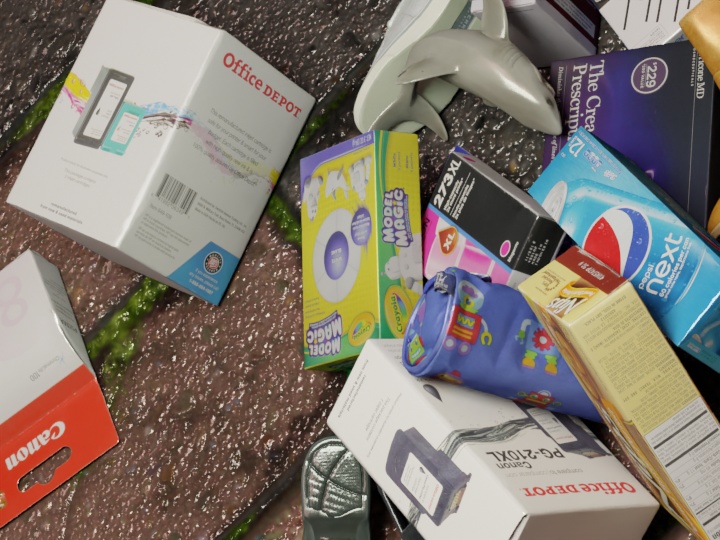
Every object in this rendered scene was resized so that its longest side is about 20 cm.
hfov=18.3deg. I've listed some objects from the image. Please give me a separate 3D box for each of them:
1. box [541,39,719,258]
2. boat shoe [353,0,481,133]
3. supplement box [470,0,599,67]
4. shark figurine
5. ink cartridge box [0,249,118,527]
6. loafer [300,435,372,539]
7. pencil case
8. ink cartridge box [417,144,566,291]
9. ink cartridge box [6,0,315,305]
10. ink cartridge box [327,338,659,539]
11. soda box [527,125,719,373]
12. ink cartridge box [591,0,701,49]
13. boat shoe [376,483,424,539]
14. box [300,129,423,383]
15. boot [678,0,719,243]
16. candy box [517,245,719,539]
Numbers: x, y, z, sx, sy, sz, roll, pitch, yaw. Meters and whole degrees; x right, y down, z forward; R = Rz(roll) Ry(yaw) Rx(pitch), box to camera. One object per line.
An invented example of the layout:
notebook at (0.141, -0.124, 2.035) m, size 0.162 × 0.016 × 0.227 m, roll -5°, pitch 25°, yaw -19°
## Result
box at (0.211, -0.061, 1.664) m, size 0.141 × 0.079 × 0.201 m, roll -6°, pitch 67°, yaw 29°
boat shoe at (0.059, -0.197, 1.837) m, size 0.201 × 0.070 × 0.072 m, roll -54°, pitch 30°, yaw 6°
supplement box at (0.148, -0.275, 1.775) m, size 0.061 × 0.109 × 0.201 m, roll -4°, pitch 68°, yaw 33°
shark figurine at (0.055, -0.149, 1.724) m, size 0.214 × 0.089 × 0.128 m, roll -2°, pitch 112°, yaw 58°
ink cartridge box at (-0.310, 0.105, 1.959) m, size 0.162 × 0.057 × 0.200 m, roll -36°, pitch 50°, yaw 16°
loafer at (-0.017, 0.227, 1.709) m, size 0.072 × 0.063 × 0.201 m, roll 6°, pitch 88°, yaw 11°
pencil case at (0.127, 0.055, 1.593) m, size 0.078 × 0.200 × 0.087 m, roll 145°, pitch 137°, yaw -61°
ink cartridge box at (0.086, -0.028, 1.704) m, size 0.095 × 0.037 × 0.200 m, roll -67°, pitch 27°, yaw 11°
ink cartridge box at (-0.166, -0.102, 1.887) m, size 0.146 × 0.147 × 0.200 m, roll 21°, pitch 82°, yaw 39°
ink cartridge box at (0.095, 0.139, 1.600) m, size 0.200 × 0.145 × 0.084 m, roll 47°, pitch 123°, yaw 38°
soda box at (0.201, -0.015, 1.538) m, size 0.064 × 0.068 × 0.200 m, roll -51°, pitch 43°, yaw 11°
ink cartridge box at (0.276, -0.246, 1.717) m, size 0.200 × 0.044 × 0.094 m, roll -41°, pitch 55°, yaw 13°
boat shoe at (0.065, 0.197, 1.660) m, size 0.075 × 0.062 × 0.200 m, roll -38°, pitch 55°, yaw 13°
box at (0.000, 0.000, 1.754) m, size 0.117 × 0.048 × 0.201 m, roll -19°, pitch 72°, yaw 56°
boot at (0.276, -0.125, 1.597) m, size 0.201 × 0.071 × 0.144 m, roll -42°, pitch 77°, yaw -15°
candy box at (0.192, 0.086, 1.513) m, size 0.055 × 0.200 × 0.115 m, roll -36°, pitch 18°, yaw -3°
